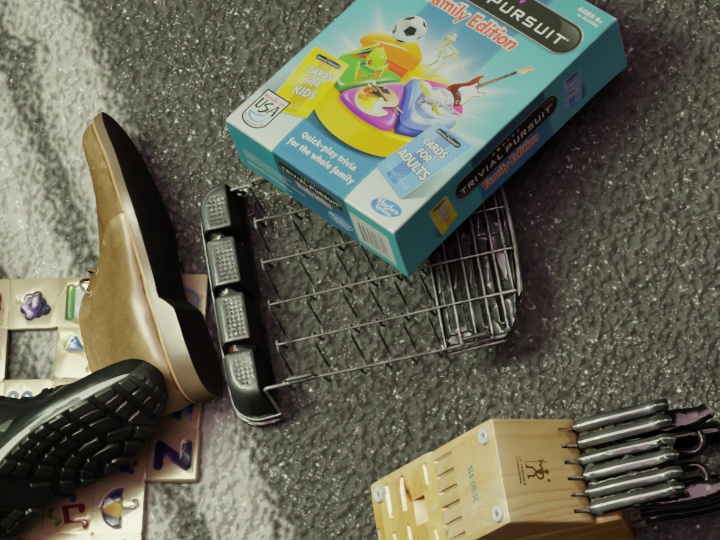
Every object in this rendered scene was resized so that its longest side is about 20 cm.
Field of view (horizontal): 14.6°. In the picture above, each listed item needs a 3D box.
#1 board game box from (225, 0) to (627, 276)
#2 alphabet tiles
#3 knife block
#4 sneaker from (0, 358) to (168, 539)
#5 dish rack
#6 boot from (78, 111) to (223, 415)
[{"bbox_3d":[0.040,-0.110,1.718,0.151,0.047,0.200,34,69,33],"label":"board game box"},{"bbox_3d":[-0.180,0.101,1.775,0.166,0.008,0.201,-1,74,13],"label":"alphabet tiles"},{"bbox_3d":[0.126,0.133,1.671,0.200,0.175,0.064,-34,59,51],"label":"knife block"},{"bbox_3d":[-0.212,0.099,1.728,0.200,0.076,0.088,-35,50,13],"label":"sneaker"},{"bbox_3d":[0.000,0.000,1.737,0.199,0.055,0.154,-13,72,7],"label":"dish rack"},{"bbox_3d":[-0.152,-0.002,1.761,0.075,0.074,0.201,-22,72,17],"label":"boot"}]
